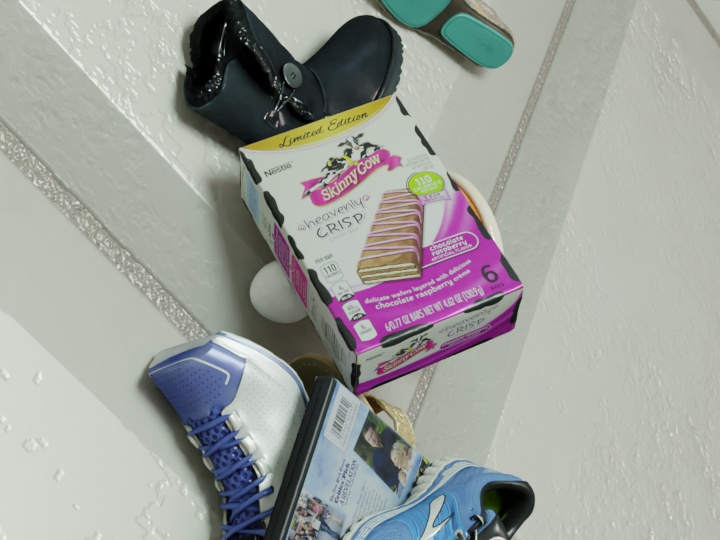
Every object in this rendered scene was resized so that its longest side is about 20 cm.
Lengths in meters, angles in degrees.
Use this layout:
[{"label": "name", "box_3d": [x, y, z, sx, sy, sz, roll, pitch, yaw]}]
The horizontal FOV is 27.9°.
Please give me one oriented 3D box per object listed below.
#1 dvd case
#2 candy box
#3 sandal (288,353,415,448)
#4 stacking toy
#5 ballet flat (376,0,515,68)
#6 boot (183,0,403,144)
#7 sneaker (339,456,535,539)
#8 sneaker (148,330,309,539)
[{"label": "dvd case", "box_3d": [0.008, 0.184, 1.015, 0.200, 0.017, 0.143, 45, 53, -42]}, {"label": "candy box", "box_3d": [0.011, -0.024, 1.059, 0.136, 0.061, 0.200, -22, 58, -17]}, {"label": "sandal", "box_3d": [0.010, 0.134, 1.101, 0.212, 0.077, 0.070, 62, 36, -20]}, {"label": "stacking toy", "box_3d": [0.000, 0.000, 1.135, 0.199, 0.146, 0.147, -9, 79, -33]}, {"label": "ballet flat", "box_3d": [0.070, -0.258, 1.376, 0.200, 0.068, 0.067, 33, 30, -43]}, {"label": "boot", "box_3d": [-0.052, -0.169, 1.166, 0.168, 0.076, 0.201, 41, 52, -35]}, {"label": "sneaker", "box_3d": [0.054, 0.191, 0.986, 0.200, 0.089, 0.079, -40, 118, -45]}, {"label": "sneaker", "box_3d": [-0.069, 0.143, 0.995, 0.200, 0.080, 0.115, 49, 40, -24]}]
